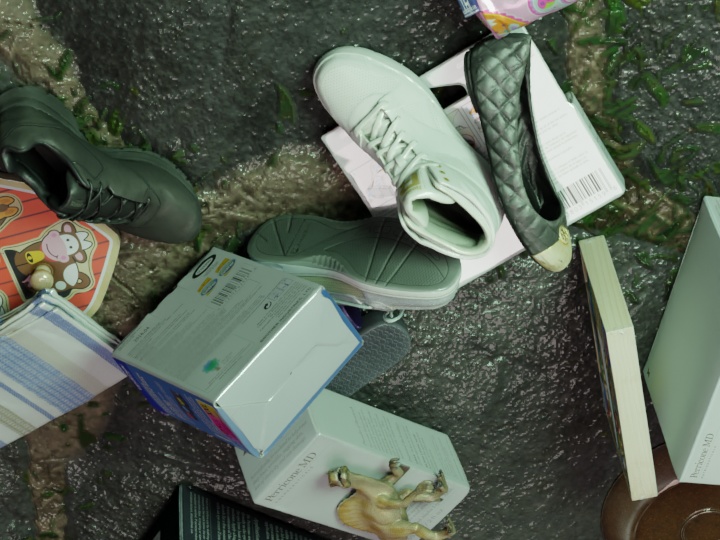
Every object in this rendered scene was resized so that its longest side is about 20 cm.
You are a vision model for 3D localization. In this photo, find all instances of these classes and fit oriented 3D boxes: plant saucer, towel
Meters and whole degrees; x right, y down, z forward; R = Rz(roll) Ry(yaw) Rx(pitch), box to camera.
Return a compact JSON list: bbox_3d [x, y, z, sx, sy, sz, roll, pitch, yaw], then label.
[{"bbox_3d":[0.339,0.247,1.774,0.198,0.035,0.202,-3,127,-3],"label":"plant saucer"},{"bbox_3d":[-0.309,0.094,1.580,0.199,0.024,0.147,-29,141,16],"label":"towel"}]

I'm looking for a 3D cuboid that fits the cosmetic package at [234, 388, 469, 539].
[{"bbox_3d":[-0.006,0.180,1.635,0.199,0.074,0.102,22,122,-40],"label":"cosmetic package"}]

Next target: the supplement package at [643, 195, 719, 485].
[{"bbox_3d":[0.339,0.065,1.565,0.110,0.156,0.201,5,126,-10],"label":"supplement package"}]

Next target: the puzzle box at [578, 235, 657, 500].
[{"bbox_3d":[0.228,0.088,1.584,0.025,0.134,0.201,-12,126,3],"label":"puzzle box"}]

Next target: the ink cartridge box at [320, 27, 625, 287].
[{"bbox_3d":[0.093,-0.092,1.495,0.199,0.044,0.174,-29,104,15],"label":"ink cartridge box"}]

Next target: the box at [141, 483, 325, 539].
[{"bbox_3d":[-0.122,0.320,1.730,0.199,0.105,0.148,25,119,-23],"label":"box"}]

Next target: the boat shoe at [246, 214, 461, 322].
[{"bbox_3d":[-0.001,0.001,1.494,0.200,0.075,0.065,6,140,30],"label":"boat shoe"}]

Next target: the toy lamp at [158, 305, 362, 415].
[{"bbox_3d":[-0.096,0.071,1.582,0.199,0.058,0.058,-27,124,14],"label":"toy lamp"}]

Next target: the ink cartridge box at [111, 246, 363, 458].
[{"bbox_3d":[-0.113,0.061,1.492,0.137,0.199,0.077,-47,126,-19],"label":"ink cartridge box"}]

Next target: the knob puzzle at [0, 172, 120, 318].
[{"bbox_3d":[-0.300,0.000,1.524,0.217,0.031,0.221,-3,126,-4],"label":"knob puzzle"}]

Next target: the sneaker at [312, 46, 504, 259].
[{"bbox_3d":[0.039,-0.093,1.417,0.200,0.116,0.074,40,111,-8],"label":"sneaker"}]

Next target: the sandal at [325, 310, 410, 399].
[{"bbox_3d":[-0.044,0.097,1.622,0.199,0.043,0.076,-30,134,8],"label":"sandal"}]

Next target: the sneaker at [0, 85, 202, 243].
[{"bbox_3d":[-0.216,-0.066,1.449,0.199,0.091,0.076,27,117,-25],"label":"sneaker"}]

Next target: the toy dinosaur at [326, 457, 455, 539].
[{"bbox_3d":[0.032,0.221,1.614,0.100,0.059,0.201,-15,132,13],"label":"toy dinosaur"}]

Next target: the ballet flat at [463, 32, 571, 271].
[{"bbox_3d":[0.134,-0.091,1.431,0.056,0.066,0.202,-12,108,25],"label":"ballet flat"}]

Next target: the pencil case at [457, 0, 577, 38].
[{"bbox_3d":[0.165,-0.254,1.360,0.199,0.088,0.088,-27,125,14],"label":"pencil case"}]
